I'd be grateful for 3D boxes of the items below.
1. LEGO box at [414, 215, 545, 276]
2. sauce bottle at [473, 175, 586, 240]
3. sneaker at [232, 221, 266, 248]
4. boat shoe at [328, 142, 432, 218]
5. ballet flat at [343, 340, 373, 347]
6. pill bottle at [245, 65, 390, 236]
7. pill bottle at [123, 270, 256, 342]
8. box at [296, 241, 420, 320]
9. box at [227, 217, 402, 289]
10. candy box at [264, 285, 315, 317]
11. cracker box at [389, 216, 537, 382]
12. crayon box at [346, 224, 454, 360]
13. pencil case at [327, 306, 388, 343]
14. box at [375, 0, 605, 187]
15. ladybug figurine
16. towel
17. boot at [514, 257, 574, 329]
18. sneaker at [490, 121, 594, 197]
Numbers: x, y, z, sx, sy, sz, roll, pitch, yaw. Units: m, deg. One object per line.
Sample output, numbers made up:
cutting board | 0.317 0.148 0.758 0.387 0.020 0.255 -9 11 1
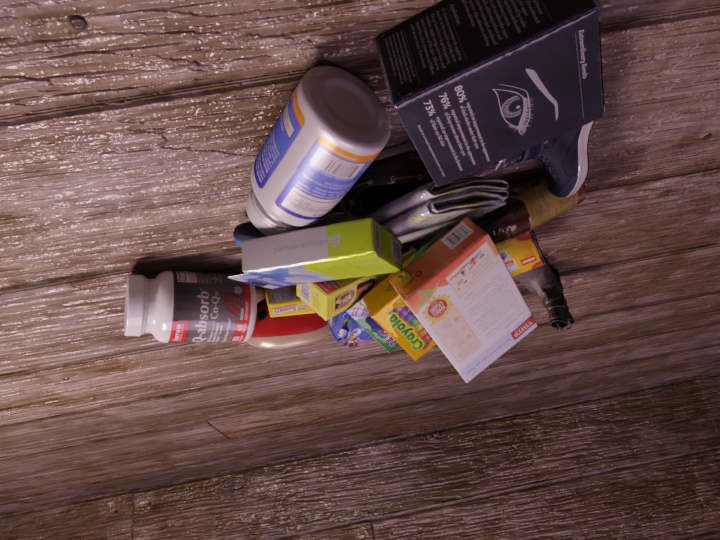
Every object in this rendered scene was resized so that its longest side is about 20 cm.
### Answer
LEGO box | 0.207 -0.032 0.925 0.197 0.078 0.149 -23 151 20
sauce bottle | 0.243 -0.090 0.794 0.197 0.067 0.066 -25 155 -12
sneaker | -0.105 -0.020 0.802 0.198 0.074 0.083 13 111 -36
boat shoe | 0.001 -0.109 0.717 0.198 0.062 0.072 -19 153 14
ballet flat | -0.013 0.117 1.042 0.070 0.070 0.200 15 180 -13
pill bottle | -0.061 -0.123 0.611 0.110 0.114 0.200 7 148 -32
pill bottle | -0.280 0.061 0.865 0.197 0.118 0.116 3 149 -27
box | 0.000 0.000 0.807 0.198 0.075 0.051 -26 137 -34
box | -0.056 -0.016 0.672 0.196 0.049 0.122 -8 168 19
candy box | -0.108 0.041 0.879 0.100 0.027 0.200 -8 -171 -11
cracker box | 0.146 0.046 0.717 0.133 0.058 0.201 -38 125 1
crayon box | 0.094 0.046 0.770 0.199 0.052 0.126 -39 125 9
pencil case | 0.044 0.073 0.857 0.197 0.079 0.087 0 148 -25
box | 0.137 -0.201 0.546 0.197 0.106 0.148 -21 148 16
ladybug figurine | -0.127 0.083 0.975 0.197 0.136 0.073 -15 117 -21
towel | 0.087 -0.079 0.739 0.169 0.049 0.199 -12 173 -38
boot | 0.388 0.050 1.094 0.067 0.133 0.198 -32 147 34
sneaker | 0.224 -0.154 0.689 0.144 0.078 0.203 -24 143 -2
